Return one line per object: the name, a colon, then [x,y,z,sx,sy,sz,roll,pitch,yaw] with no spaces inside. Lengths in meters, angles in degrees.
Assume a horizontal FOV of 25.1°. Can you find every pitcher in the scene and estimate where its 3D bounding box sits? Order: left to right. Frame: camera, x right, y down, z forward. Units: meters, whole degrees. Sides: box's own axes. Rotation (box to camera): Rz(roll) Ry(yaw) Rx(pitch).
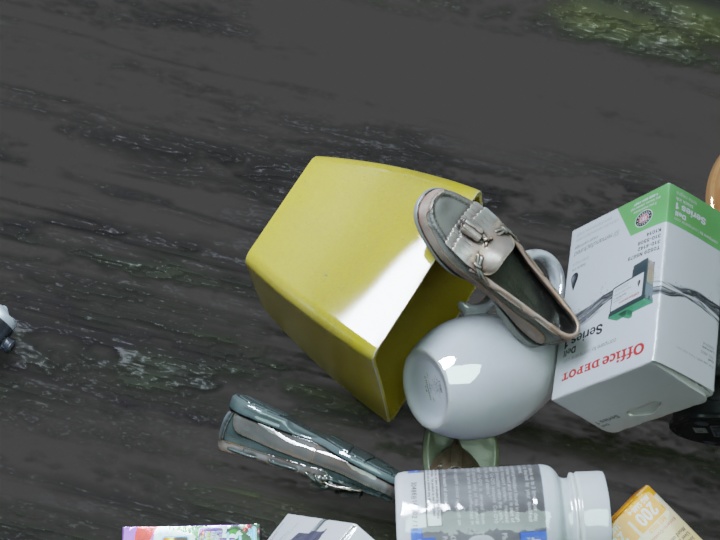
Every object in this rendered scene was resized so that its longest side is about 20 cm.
pitcher: [0.139,0.074,1.617,0.200,0.121,0.172,-12,84,-32]

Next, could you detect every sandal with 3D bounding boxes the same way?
sandal: [0.098,0.223,1.625,0.080,0.057,0.202,8,70,-2]

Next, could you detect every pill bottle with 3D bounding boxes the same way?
pill bottle: [0.135,0.243,1.540,0.199,0.114,0.114,-4,72,3]

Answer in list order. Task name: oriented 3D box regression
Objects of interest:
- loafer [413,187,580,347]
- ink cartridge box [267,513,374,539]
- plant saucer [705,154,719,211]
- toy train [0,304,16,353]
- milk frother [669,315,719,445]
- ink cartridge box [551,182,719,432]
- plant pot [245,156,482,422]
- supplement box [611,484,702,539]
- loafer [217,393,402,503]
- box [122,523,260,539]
loafer: [0.134,-0.005,1.516,0.200,0.063,0.072,46,68,-22]
ink cartridge box: [-0.010,0.305,1.499,0.145,0.200,0.084,42,73,-11]
plant saucer: [0.477,-0.074,1.760,0.199,0.037,0.201,1,73,-4]
toy train: [-0.430,0.089,1.622,0.114,0.087,0.200,38,71,-1]
milk frother: [0.423,0.074,1.629,0.199,0.181,0.189,7,72,4]
ink cartridge box: [0.270,0.038,1.570,0.084,0.146,0.200,28,56,-26]
plant pot: [0.000,0.000,1.629,0.176,0.200,0.200,29,72,17]
supplement box: [0.306,0.329,1.598,0.126,0.074,0.200,-43,80,-15]
loafer: [-0.050,0.192,1.629,0.200,0.072,0.063,26,92,11]
box: [-0.164,0.349,1.576,0.136,0.039,0.201,0,72,-5]
